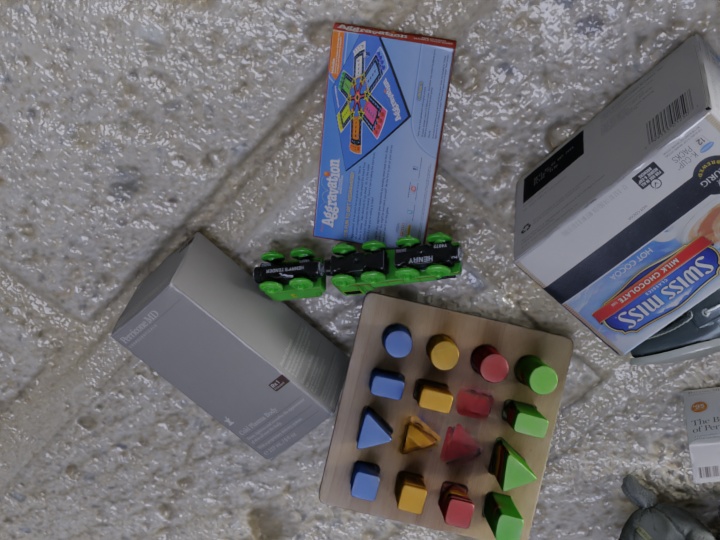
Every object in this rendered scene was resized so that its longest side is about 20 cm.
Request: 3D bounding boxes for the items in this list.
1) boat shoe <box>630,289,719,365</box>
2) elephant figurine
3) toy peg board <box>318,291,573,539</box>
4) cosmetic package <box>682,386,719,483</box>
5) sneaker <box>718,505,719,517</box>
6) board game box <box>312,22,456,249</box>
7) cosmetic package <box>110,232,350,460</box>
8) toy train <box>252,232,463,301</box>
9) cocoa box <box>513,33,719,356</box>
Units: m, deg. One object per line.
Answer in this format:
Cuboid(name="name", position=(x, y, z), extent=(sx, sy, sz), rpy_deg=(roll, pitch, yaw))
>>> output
Cuboid(name="boat shoe", position=(0.325, 0.034, 1.095), extent=(0.199, 0.073, 0.062), rpy_deg=(-23, 76, 29))
Cuboid(name="elephant figurine", position=(0.327, 0.326, 1.244), extent=(0.141, 0.156, 0.200), rpy_deg=(17, 163, 40))
Cuboid(name="toy peg board", position=(0.079, 0.139, 1.112), extent=(0.198, 0.098, 0.201), rpy_deg=(13, 92, -2))
Cuboid(name="cosmetic package", position=(0.397, 0.139, 1.128), extent=(0.199, 0.083, 0.051), rpy_deg=(-8, 119, 14))
Cuboid(name="sneaker", position=(0.406, 0.276, 1.200), extent=(0.074, 0.080, 0.200), rpy_deg=(-25, 127, 15))
Cuboid(name="board game box", position=(0.017, -0.109, 1.065), extent=(0.102, 0.019, 0.201), rpy_deg=(9, 124, 2))
Cuboid(name="cosmetic package", position=(-0.119, 0.072, 1.165), extent=(0.200, 0.090, 0.107), rpy_deg=(37, 128, -17))
Cuboid(name="toy train", position=(0.000, 0.000, 1.113), extent=(0.199, 0.042, 0.056), rpy_deg=(-6, 158, 20))
Cuboid(name="cocoa box", position=(0.237, -0.057, 0.992), extent=(0.131, 0.134, 0.200), rpy_deg=(39, 121, -17))
